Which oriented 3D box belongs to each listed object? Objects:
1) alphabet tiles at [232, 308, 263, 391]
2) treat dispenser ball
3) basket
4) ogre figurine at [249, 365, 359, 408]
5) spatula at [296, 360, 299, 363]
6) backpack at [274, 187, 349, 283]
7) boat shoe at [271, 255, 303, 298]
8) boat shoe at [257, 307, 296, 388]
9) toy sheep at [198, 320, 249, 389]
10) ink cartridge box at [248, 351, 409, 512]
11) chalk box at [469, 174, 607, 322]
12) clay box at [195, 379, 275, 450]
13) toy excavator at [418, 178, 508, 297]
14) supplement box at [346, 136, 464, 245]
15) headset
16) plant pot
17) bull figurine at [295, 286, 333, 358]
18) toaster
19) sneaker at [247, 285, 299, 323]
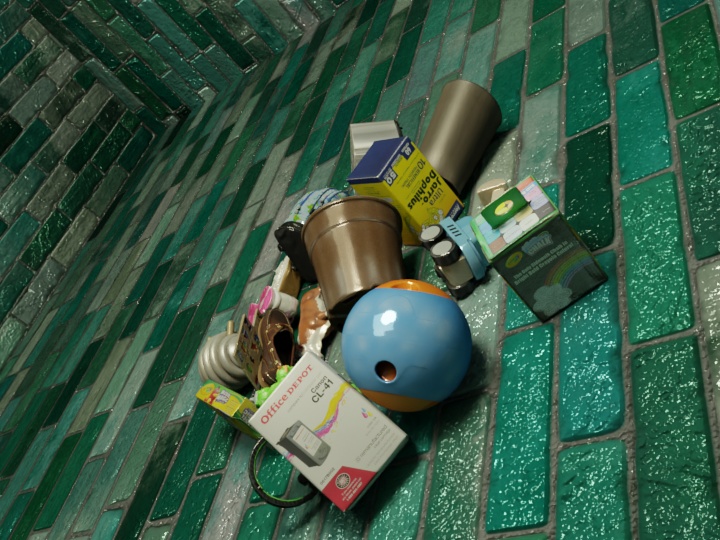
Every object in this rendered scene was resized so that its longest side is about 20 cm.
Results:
[{"bbox_3d":[-0.188,0.165,1.425,0.008,0.167,0.200,-23,27,12],"label":"alphabet tiles"},{"bbox_3d":[0.070,0.115,1.132,0.201,0.201,0.201,-32,31,22],"label":"treat dispenser ball"},{"bbox_3d":[0.191,-0.260,1.527,0.136,0.180,0.200,20,72,23],"label":"basket"},{"bbox_3d":[-0.103,0.223,1.291,0.200,0.120,0.098,-1,70,46],"label":"ogre figurine"},{"bbox_3d":[-0.090,0.170,1.334,0.200,0.056,0.021,112,169,-80],"label":"spatula"},{"bbox_3d":[-0.091,-0.101,1.692,0.153,0.163,0.200,-20,29,23],"label":"backpack"},{"bbox_3d":[-0.168,0.005,1.719,0.069,0.071,0.200,-12,43,44],"label":"boat shoe"},{"bbox_3d":[-0.152,0.138,1.405,0.070,0.070,0.200,-54,28,30],"label":"boat shoe"},{"bbox_3d":[-0.274,0.186,1.558,0.200,0.138,0.138,-40,24,44],"label":"toy sheep"},{"bbox_3d":[-0.047,0.243,1.120,0.148,0.200,0.086,-50,-13,-6],"label":"ink cartridge box"},{"bbox_3d":[0.253,-0.047,1.107,0.124,0.200,0.124,-36,30,15],"label":"chalk box"},{"bbox_3d":[-0.222,0.272,1.393,0.200,0.115,0.048,7,56,54],"label":"clay box"},{"bbox_3d":[0.209,-0.070,1.328,0.200,0.100,0.195,-29,32,1],"label":"toy excavator"},{"bbox_3d":[0.090,-0.152,1.456,0.109,0.200,0.109,5,56,54],"label":"supplement box"},{"bbox_3d":[-0.083,0.291,1.180,0.200,0.124,0.094,-29,-15,-24],"label":"headset"},{"bbox_3d":[0.000,0.000,1.372,0.200,0.200,0.199,-31,48,23],"label":"plant pot"},{"bbox_3d":[-0.080,0.095,1.497,0.121,0.065,0.200,-32,33,14],"label":"bull figurine"},{"bbox_3d":[0.042,-0.223,1.601,0.118,0.200,0.181,-4,33,-3],"label":"toaster"},{"bbox_3d":[-0.196,0.107,1.621,0.200,0.088,0.082,-40,37,56],"label":"sneaker"}]
